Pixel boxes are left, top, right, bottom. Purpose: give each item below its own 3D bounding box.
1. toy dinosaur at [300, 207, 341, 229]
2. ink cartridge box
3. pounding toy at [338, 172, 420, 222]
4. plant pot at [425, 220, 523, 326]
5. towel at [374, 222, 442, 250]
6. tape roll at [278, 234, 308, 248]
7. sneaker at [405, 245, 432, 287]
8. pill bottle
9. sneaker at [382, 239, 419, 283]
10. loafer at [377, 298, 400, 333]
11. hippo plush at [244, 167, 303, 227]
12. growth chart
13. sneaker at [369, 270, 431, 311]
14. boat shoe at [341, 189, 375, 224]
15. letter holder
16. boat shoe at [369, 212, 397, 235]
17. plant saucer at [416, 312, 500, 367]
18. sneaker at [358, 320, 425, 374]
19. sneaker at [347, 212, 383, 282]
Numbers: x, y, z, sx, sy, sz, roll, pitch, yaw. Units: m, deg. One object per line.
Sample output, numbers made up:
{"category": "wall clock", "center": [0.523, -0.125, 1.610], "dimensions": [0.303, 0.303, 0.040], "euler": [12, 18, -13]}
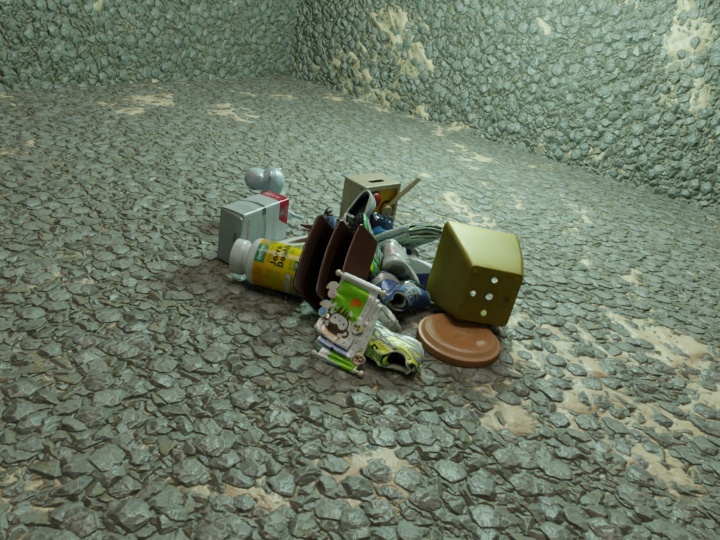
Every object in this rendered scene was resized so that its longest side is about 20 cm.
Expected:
{"category": "toy dinosaur", "center": [-0.055, -0.100, 1.876], "dimensions": [0.197, 0.106, 0.183], "euler": [-28, 41, 0]}
{"category": "ink cartridge box", "center": [-0.281, -0.111, 1.680], "dimensions": [0.082, 0.149, 0.199], "euler": [22, 28, 23]}
{"category": "pounding toy", "center": [0.058, -0.213, 1.977], "dimensions": [0.197, 0.188, 0.141], "euler": [-13, 34, -41]}
{"category": "plant pot", "center": [0.285, 0.023, 1.539], "dimensions": [0.195, 0.205, 0.177], "euler": [11, 23, -10]}
{"category": "towel", "center": [0.110, -0.088, 1.777], "dimensions": [0.197, 0.049, 0.169], "euler": [-18, -10, 43]}
{"category": "tape roll", "center": [-0.138, -0.065, 1.685], "dimensions": [0.197, 0.038, 0.203], "euler": [-9, 10, 2]}
{"category": "sneaker", "center": [0.143, -0.019, 1.734], "dimensions": [0.196, 0.082, 0.115], "euler": [21, 29, 25]}
{"category": "pill bottle", "center": [-0.211, -0.013, 1.545], "dimensions": [0.195, 0.115, 0.113], "euler": [14, 25, 7]}
{"category": "sneaker", "center": [0.099, -0.012, 1.585], "dimensions": [0.076, 0.201, 0.102], "euler": [-11, 60, 8]}
{"category": "loafer", "center": [0.020, 0.095, 1.461], "dimensions": [0.069, 0.071, 0.200], "euler": [-35, 33, -7]}
{"category": "hippo plush", "center": [-0.275, -0.213, 1.858], "dimensions": [0.194, 0.165, 0.160], "euler": [8, 25, 7]}
{"category": "growth chart", "center": [-0.029, 0.106, 1.337], "dimensions": [0.141, 0.204, 0.018], "euler": [14, -16, 17]}
{"category": "sneaker", "center": [0.100, 0.067, 1.530], "dimensions": [0.197, 0.076, 0.078], "euler": [17, 39, -42]}
{"category": "boat shoe", "center": [-0.027, -0.137, 1.791], "dimensions": [0.072, 0.203, 0.066], "euler": [23, -13, 19]}
{"category": "letter holder", "center": [-0.057, -0.018, 1.449], "dimensions": [0.099, 0.142, 0.204], "euler": [-5, 53, 35]}
{"category": "boat shoe", "center": [0.067, -0.129, 1.854], "dimensions": [0.082, 0.070, 0.200], "euler": [-16, -7, 2]}
{"category": "plant saucer", "center": [0.227, 0.152, 1.474], "dimensions": [0.195, 0.033, 0.201], "euler": [8, 26, -4]}
{"category": "sneaker", "center": [0.037, 0.157, 1.340], "dimensions": [0.195, 0.077, 0.076], "euler": [15, 25, 13]}
{"category": "sneaker", "center": [0.013, -0.049, 1.591], "dimensions": [0.084, 0.077, 0.205], "euler": [16, 56, -44]}
